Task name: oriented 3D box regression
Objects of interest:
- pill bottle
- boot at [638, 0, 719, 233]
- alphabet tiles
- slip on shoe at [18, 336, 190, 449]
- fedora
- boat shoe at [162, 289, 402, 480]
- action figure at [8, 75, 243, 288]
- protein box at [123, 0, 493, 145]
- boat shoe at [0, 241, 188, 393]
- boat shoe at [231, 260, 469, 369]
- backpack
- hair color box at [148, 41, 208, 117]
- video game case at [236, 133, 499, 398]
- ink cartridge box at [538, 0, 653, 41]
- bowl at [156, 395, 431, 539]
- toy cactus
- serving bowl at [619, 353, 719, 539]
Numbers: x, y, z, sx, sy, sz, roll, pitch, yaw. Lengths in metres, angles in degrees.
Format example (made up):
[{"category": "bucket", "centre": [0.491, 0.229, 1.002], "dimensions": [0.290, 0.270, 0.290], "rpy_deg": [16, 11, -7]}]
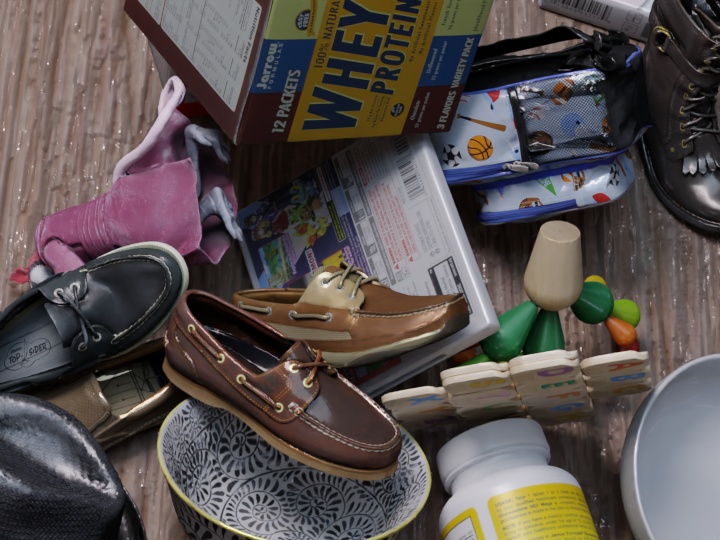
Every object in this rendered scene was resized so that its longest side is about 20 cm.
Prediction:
[{"category": "pill bottle", "centre": [0.123, 0.216, 1.398], "dimensions": [0.112, 0.113, 0.200], "rpy_deg": [-9, 62, -15]}, {"category": "boot", "centre": [0.284, -0.147, 1.604], "dimensions": [0.069, 0.174, 0.200], "rpy_deg": [-21, 65, -21]}, {"category": "alphabet tiles", "centre": [0.119, 0.093, 1.412], "dimensions": [0.195, 0.200, 0.015], "rpy_deg": [-10, 73, 7]}, {"category": "slip on shoe", "centre": [-0.204, 0.104, 1.436], "dimensions": [0.199, 0.061, 0.076], "rpy_deg": [-19, 65, -20]}, {"category": "fedora", "centre": [-0.232, 0.151, 1.311], "dimensions": [0.200, 0.092, 0.201], "rpy_deg": [16, 41, -15]}, {"category": "boat shoe", "centre": [-0.057, 0.081, 1.375], "dimensions": [0.200, 0.070, 0.070], "rpy_deg": [26, 32, 16]}, {"category": "action figure", "centre": [-0.192, -0.033, 1.461], "dimensions": [0.199, 0.149, 0.134], "rpy_deg": [-20, 27, 18]}, {"category": "protein box", "centre": [-0.042, -0.210, 1.459], "dimensions": [0.198, 0.135, 0.200], "rpy_deg": [-6, 39, -33]}, {"category": "boat shoe", "centre": [-0.219, 0.041, 1.406], "dimensions": [0.199, 0.066, 0.075], "rpy_deg": [-21, 93, 18]}, {"category": "boat shoe", "centre": [-0.018, 0.033, 1.422], "dimensions": [0.076, 0.199, 0.074], "rpy_deg": [-23, 102, -61]}, {"category": "backpack", "centre": [0.138, -0.119, 1.562], "dimensions": [0.190, 0.200, 0.155], "rpy_deg": [-2, 96, 15]}, {"category": "hair color box", "centre": [-0.153, -0.240, 1.625], "dimensions": [0.061, 0.102, 0.200], "rpy_deg": [-11, 63, -17]}, {"category": "video game case", "centre": [0.000, 0.000, 1.494], "dimensions": [0.182, 0.023, 0.200], "rpy_deg": [-29, 62, 20]}, {"category": "ink cartridge box", "centre": [0.264, -0.305, 1.769], "dimensions": [0.162, 0.057, 0.200], "rpy_deg": [18, 63, 1]}, {"category": "bowl", "centre": [-0.055, 0.173, 1.386], "dimensions": [0.200, 0.094, 0.201], "rpy_deg": [9, 30, -5]}, {"category": "toy cactus", "centre": [0.144, 0.034, 1.488], "dimensions": [0.199, 0.165, 0.102], "rpy_deg": [-11, 36, -23]}, {"category": "serving bowl", "centre": [0.279, 0.168, 1.467], "dimensions": [0.199, 0.066, 0.201], "rpy_deg": [7, 72, -23]}]
